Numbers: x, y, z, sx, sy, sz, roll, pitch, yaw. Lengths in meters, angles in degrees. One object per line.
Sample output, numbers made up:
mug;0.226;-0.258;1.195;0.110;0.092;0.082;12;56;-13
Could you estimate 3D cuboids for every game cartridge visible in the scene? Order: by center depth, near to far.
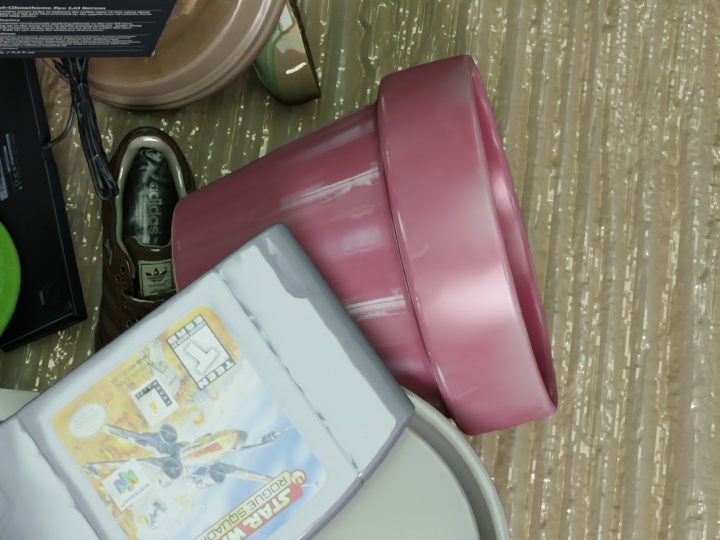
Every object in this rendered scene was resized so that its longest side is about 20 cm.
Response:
game cartridge;-0.079;0.087;0.791;0.199;0.042;0.134;-37;77;-4

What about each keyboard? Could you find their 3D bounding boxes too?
keyboard;-0.186;-0.066;0.952;0.126;0.020;0.202;-22;76;34

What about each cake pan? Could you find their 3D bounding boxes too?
cake pan;-0.024;0.149;0.815;0.197;0.037;0.203;0;81;1

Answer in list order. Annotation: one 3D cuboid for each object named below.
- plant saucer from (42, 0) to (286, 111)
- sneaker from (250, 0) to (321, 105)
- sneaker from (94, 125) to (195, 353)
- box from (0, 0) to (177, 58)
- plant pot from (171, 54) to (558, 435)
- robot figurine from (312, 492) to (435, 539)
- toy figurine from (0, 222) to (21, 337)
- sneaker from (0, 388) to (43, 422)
plant saucer;-0.132;-0.193;0.958;0.198;0.029;0.203;4;101;21
sneaker;-0.092;-0.183;0.996;0.089;0.067;0.202;-19;80;3
sneaker;-0.122;0.017;0.939;0.069;0.076;0.203;-6;77;-5
box;-0.194;-0.164;0.842;0.197;0.141;0.080;-2;83;-17
plant pot;0.000;0.000;0.902;0.177;0.200;0.203;-13;78;9
robot figurine;-0.018;0.181;0.887;0.198;0.117;0.145;27;78;3
toy figurine;-0.282;-0.057;0.861;0.150;0.185;0.200;-35;57;-22
sneaker;-0.261;0.142;0.908;0.197;0.081;0.149;-4;86;-8
